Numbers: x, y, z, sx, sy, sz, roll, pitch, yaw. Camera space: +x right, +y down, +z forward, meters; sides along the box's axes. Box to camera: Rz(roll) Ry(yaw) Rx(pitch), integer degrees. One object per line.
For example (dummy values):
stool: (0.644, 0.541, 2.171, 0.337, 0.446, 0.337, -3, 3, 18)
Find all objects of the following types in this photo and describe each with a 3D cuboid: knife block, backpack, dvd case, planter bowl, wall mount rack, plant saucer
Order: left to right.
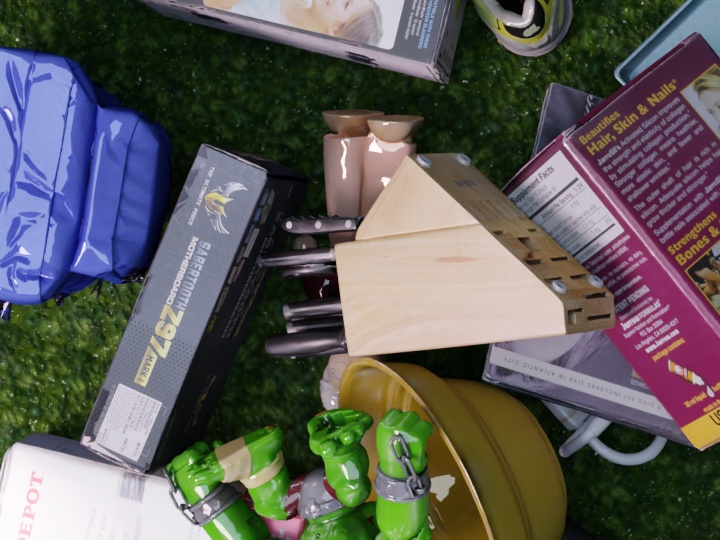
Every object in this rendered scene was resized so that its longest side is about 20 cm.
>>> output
backpack: (-0.203, -0.049, 1.420, 0.166, 0.200, 0.164, 15, 88, -3)
knife block: (0.032, 0.026, 1.365, 0.200, 0.064, 0.176, 44, 116, 24)
planter bowl: (0.069, 0.132, 1.392, 0.083, 0.200, 0.202, -23, 89, -21)
wall mount rack: (0.150, 0.017, 1.445, 0.200, 0.075, 0.174, 46, 65, 2)
dvd case: (0.166, -0.005, 1.412, 0.148, 0.016, 0.201, 17, 70, -9)
plant saucer: (0.253, -0.168, 1.438, 0.200, 0.019, 0.070, -44, 84, -2)

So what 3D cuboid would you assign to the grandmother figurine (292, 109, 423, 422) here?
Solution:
grandmother figurine: (0.000, 0.000, 1.455, 0.121, 0.060, 0.202, 13, 105, 50)

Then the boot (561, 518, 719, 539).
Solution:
boot: (0.229, 0.175, 1.436, 0.199, 0.066, 0.165, -35, 100, 12)

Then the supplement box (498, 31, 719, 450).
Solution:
supplement box: (0.201, -0.017, 1.355, 0.131, 0.103, 0.200, -36, 87, -29)

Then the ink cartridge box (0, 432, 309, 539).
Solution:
ink cartridge box: (-0.140, 0.198, 1.475, 0.198, 0.083, 0.148, 14, 93, 6)

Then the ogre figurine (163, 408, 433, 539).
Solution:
ogre figurine: (-0.022, 0.149, 1.362, 0.199, 0.098, 0.121, -20, 104, 21)

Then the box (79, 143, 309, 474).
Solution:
box: (-0.101, 0.022, 1.429, 0.051, 0.158, 0.201, 24, 93, 6)

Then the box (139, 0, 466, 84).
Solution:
box: (-0.036, -0.174, 1.438, 0.198, 0.117, 0.061, 15, 91, 8)

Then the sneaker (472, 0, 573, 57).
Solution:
sneaker: (0.080, -0.234, 1.441, 0.075, 0.076, 0.201, -29, 87, 8)
